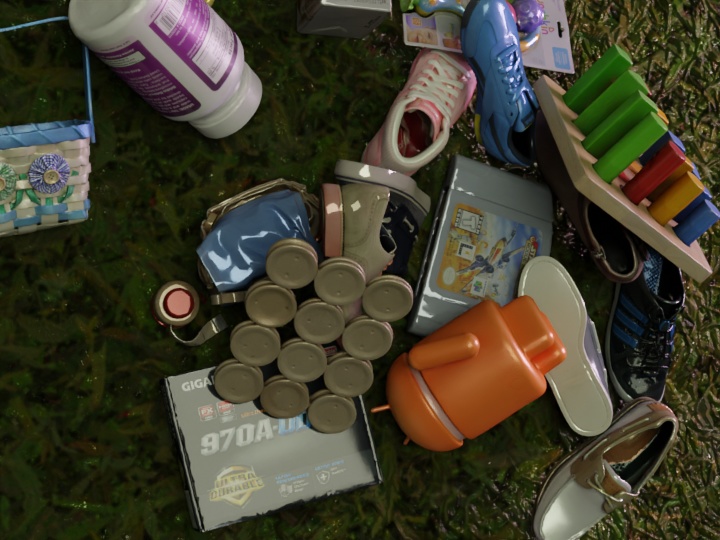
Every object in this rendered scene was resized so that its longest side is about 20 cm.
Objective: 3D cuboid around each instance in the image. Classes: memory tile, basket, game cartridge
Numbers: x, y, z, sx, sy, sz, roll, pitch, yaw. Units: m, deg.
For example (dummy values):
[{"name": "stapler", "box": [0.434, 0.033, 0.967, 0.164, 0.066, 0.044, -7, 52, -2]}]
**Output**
[{"name": "memory tile", "box": [-0.048, 0.066, 1.571, 0.152, 0.017, 0.201, 18, 122, -13]}, {"name": "basket", "box": [-0.336, -0.136, 1.556, 0.175, 0.139, 0.201, -12, 96, -18]}, {"name": "game cartridge", "box": [0.135, -0.011, 1.737, 0.132, 0.042, 0.201, 17, 80, -10]}]

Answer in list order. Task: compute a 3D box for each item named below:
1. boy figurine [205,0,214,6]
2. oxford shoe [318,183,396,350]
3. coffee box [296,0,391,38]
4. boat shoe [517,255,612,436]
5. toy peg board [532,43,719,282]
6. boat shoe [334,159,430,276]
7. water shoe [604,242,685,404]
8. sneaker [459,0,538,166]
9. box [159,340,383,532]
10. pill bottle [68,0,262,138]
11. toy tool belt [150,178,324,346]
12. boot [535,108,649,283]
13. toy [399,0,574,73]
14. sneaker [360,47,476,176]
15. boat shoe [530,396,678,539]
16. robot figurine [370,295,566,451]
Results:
[{"name": "boy figurine", "box": [-0.195, -0.307, 1.655, 0.199, 0.064, 0.125, -23, 93, -18]}, {"name": "oxford shoe", "box": [0.000, 0.000, 1.579, 0.073, 0.201, 0.071, -6, 45, -5]}, {"name": "coffee box", "box": [-0.016, -0.356, 1.688, 0.079, 0.114, 0.201, 3, 82, -16]}, {"name": "boat shoe", "box": [0.219, 0.077, 1.730, 0.072, 0.062, 0.201, -19, 98, 14]}, {"name": "toy peg board", "box": [0.298, -0.122, 1.678, 0.199, 0.200, 0.098, 33, 116, -29]}, {"name": "boat shoe", "box": [0.018, -0.049, 1.633, 0.074, 0.200, 0.093, 13, 85, 22]}, {"name": "water shoe", "box": [0.312, 0.051, 1.759, 0.071, 0.079, 0.201, 3, 84, -16]}, {"name": "sneaker", "box": [0.155, -0.198, 1.687, 0.066, 0.078, 0.201, -30, 132, -22]}, {"name": "box", "box": [-0.091, 0.164, 1.645, 0.199, 0.046, 0.160, -12, 87, -18]}, {"name": "pill bottle", "box": [-0.184, -0.217, 1.588, 0.200, 0.112, 0.113, 44, 71, -45]}, {"name": "toy tool belt", "box": [-0.115, -0.011, 1.616, 0.199, 0.123, 0.125, -32, 93, -17]}, {"name": "boot", "box": [0.243, -0.080, 1.715, 0.070, 0.146, 0.201, -31, 96, 9]}, {"name": "toy", "box": [0.141, -0.283, 1.737, 0.199, 0.047, 0.116, 6, 61, -17]}, {"name": "sneaker", "box": [0.078, -0.179, 1.702, 0.075, 0.105, 0.201, 35, 75, -8]}, {"name": "boat shoe", "box": [0.258, 0.217, 1.720, 0.075, 0.068, 0.200, 41, 87, -11]}, {"name": "robot figurine", "box": [0.109, 0.107, 1.657, 0.199, 0.144, 0.117, -34, 91, 9]}]
